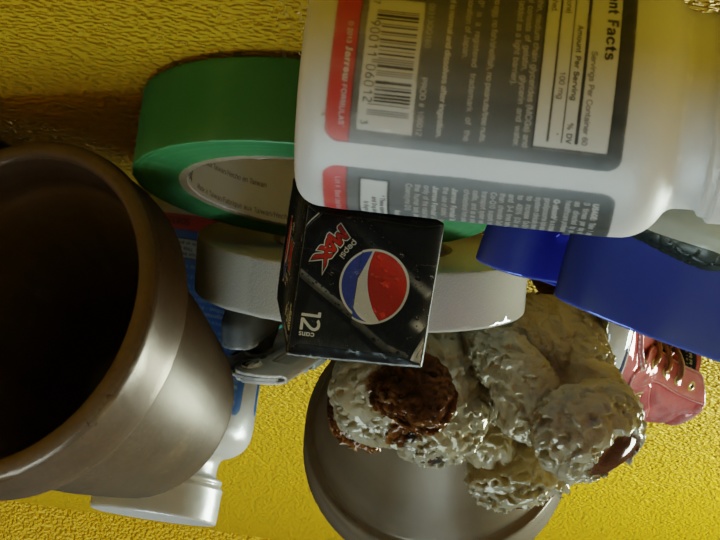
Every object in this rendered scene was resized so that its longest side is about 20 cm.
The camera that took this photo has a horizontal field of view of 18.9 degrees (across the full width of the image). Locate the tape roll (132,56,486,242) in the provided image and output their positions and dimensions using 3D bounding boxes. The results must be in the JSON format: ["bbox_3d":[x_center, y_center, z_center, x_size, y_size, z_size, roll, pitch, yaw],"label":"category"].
[{"bbox_3d":[-0.023,-0.062,1.178,0.200,0.048,0.200,6,166,2],"label":"tape roll"}]

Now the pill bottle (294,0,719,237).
[{"bbox_3d":[0.077,-0.075,0.926,0.200,0.116,0.116,7,167,2],"label":"pill bottle"}]

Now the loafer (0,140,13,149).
[{"bbox_3d":[-0.222,-0.057,1.311,0.072,0.063,0.200,-29,160,14],"label":"loafer"}]

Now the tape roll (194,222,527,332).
[{"bbox_3d":[0.000,0.000,1.289,0.202,0.037,0.203,3,-171,-1],"label":"tape roll"}]

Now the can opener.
[{"bbox_3d":[-0.022,0.020,1.386,0.053,0.067,0.200,10,-155,30],"label":"can opener"}]

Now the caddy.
[{"bbox_3d":[0.159,-0.022,1.141,0.200,0.105,0.141,18,-175,-41],"label":"caddy"}]

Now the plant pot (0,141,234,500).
[{"bbox_3d":[-0.161,0.054,1.231,0.200,0.201,0.175,0,156,28],"label":"plant pot"}]

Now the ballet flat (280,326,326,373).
[{"bbox_3d":[-0.053,0.041,1.561,0.070,0.067,0.200,52,158,-9],"label":"ballet flat"}]

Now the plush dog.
[{"bbox_3d":[0.064,0.070,1.355,0.171,0.161,0.200,-5,168,-17],"label":"plush dog"}]

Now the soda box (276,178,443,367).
[{"bbox_3d":[-0.004,-0.003,1.043,0.063,0.071,0.200,8,-174,-5],"label":"soda box"}]

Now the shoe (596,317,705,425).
[{"bbox_3d":[0.186,0.053,1.445,0.091,0.072,0.200,-10,151,-8],"label":"shoe"}]

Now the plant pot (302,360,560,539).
[{"bbox_3d":[0.057,0.095,1.541,0.200,0.200,0.174,6,151,3],"label":"plant pot"}]

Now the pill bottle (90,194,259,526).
[{"bbox_3d":[-0.119,0.060,1.394,0.112,0.200,0.112,8,169,2],"label":"pill bottle"}]

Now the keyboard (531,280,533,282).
[{"bbox_3d":[0.220,0.019,1.453,0.200,0.021,0.127,3,160,21],"label":"keyboard"}]

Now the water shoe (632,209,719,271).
[{"bbox_3d":[0.109,-0.072,1.029,0.200,0.079,0.071,30,179,21],"label":"water shoe"}]
